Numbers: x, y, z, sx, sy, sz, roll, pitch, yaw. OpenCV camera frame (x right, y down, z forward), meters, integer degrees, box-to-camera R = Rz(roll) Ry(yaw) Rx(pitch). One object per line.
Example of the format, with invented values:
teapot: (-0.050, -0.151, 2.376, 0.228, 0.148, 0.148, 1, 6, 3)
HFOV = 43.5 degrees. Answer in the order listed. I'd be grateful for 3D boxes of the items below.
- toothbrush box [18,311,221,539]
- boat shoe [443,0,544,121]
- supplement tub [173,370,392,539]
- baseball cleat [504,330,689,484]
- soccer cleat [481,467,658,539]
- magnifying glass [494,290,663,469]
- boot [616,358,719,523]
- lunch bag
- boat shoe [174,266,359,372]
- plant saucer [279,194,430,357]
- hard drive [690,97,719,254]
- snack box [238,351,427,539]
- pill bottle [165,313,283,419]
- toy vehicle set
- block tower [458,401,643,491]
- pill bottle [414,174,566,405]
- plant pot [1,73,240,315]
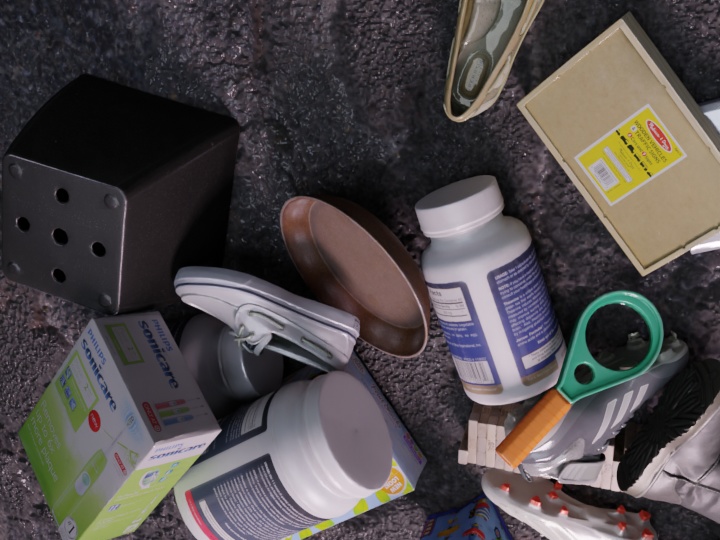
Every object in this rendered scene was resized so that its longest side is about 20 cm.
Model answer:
toothbrush box: (-0.248, 0.162, 0.906, 0.200, 0.086, 0.146, -47, 64, 31)
boat shoe: (0.119, -0.231, 0.794, 0.072, 0.063, 0.203, 24, 118, 8)
supplement tub: (-0.080, 0.198, 0.925, 0.199, 0.140, 0.141, -28, 101, 27)
baseball cleat: (0.236, 0.139, 0.880, 0.198, 0.070, 0.108, -24, 106, -2)
soccer cleat: (0.220, 0.274, 0.973, 0.198, 0.069, 0.078, 19, 120, 7)
magnifying glass: (0.200, 0.101, 0.831, 0.080, 0.022, 0.200, 44, 85, 6)
boot: (0.366, 0.181, 0.849, 0.198, 0.073, 0.183, 22, 128, -5)
lunch bag: (0.143, 0.380, 0.994, 0.093, 0.151, 0.201, -29, 101, 27)
boat shoe: (-0.099, 0.053, 0.917, 0.197, 0.068, 0.074, 15, 157, -1)
plant saucer: (0.000, 0.000, 0.901, 0.200, 0.034, 0.201, 38, 154, 22)
hard drive: (0.376, -0.098, 0.783, 0.198, 0.025, 0.133, -12, 107, 23)
snack box: (-0.051, 0.204, 1.034, 0.199, 0.068, 0.170, -29, 99, 28)
pill bottle: (-0.194, 0.113, 1.017, 0.198, 0.120, 0.121, -13, 108, 23)
toy vehicle set: (0.245, -0.107, 0.800, 0.124, 0.026, 0.201, -35, 92, 40)
block tower: (0.204, 0.182, 0.945, 0.197, 0.054, 0.059, 5, 113, 16)
pill bottle: (0.122, 0.017, 0.871, 0.110, 0.111, 0.202, -14, 107, 24)
plant pot: (-0.259, -0.064, 0.932, 0.198, 0.178, 0.202, 17, 117, 10)
